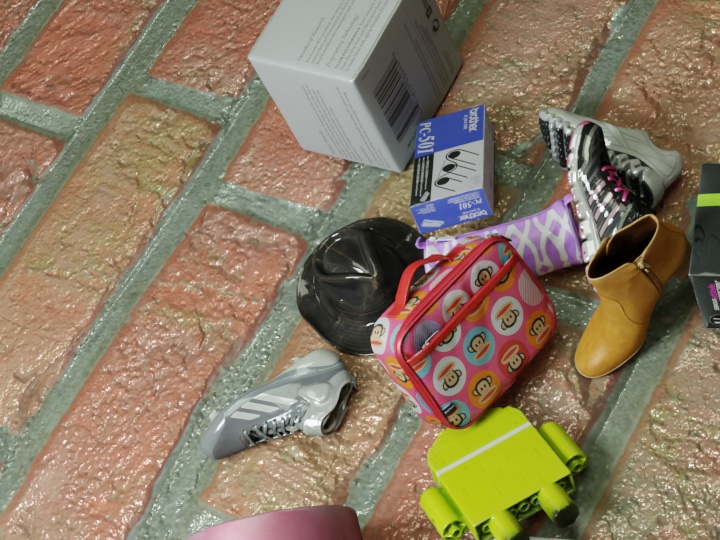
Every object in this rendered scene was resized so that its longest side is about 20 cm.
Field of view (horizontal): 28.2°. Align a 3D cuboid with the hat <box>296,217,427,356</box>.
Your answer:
[{"bbox_3d":[0.000,0.000,1.758,0.199,0.081,0.202,-11,56,16],"label":"hat"}]

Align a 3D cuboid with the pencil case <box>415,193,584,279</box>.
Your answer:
[{"bbox_3d":[0.167,-0.024,1.695,0.199,0.086,0.084,-16,12,9],"label":"pencil case"}]

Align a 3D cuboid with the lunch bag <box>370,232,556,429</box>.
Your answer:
[{"bbox_3d":[0.110,0.057,1.598,0.200,0.176,0.082,-45,24,-20],"label":"lunch bag"}]

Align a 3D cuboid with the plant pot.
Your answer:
[{"bbox_3d":[-0.084,0.361,1.514,0.199,0.200,0.180,-16,70,13],"label":"plant pot"}]

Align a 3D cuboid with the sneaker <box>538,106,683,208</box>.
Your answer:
[{"bbox_3d":[0.301,-0.147,1.734,0.081,0.075,0.200,-39,54,-21],"label":"sneaker"}]

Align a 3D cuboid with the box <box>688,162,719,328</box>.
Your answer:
[{"bbox_3d":[0.467,-0.026,1.544,0.199,0.124,0.149,0,60,22],"label":"box"}]

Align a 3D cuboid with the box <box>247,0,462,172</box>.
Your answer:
[{"bbox_3d":[-0.002,-0.273,1.856,0.171,0.199,0.201,15,65,31],"label":"box"}]

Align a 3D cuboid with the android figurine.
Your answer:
[{"bbox_3d":[0.150,0.222,1.557,0.181,0.041,0.200,-28,37,-10],"label":"android figurine"}]

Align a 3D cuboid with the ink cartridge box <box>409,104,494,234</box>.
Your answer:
[{"bbox_3d":[0.115,-0.127,1.768,0.093,0.044,0.200,-14,33,16],"label":"ink cartridge box"}]

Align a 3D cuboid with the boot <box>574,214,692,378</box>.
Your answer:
[{"bbox_3d":[0.275,0.026,1.555,0.201,0.144,0.071,-51,54,14],"label":"boot"}]

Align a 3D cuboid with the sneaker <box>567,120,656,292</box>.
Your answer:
[{"bbox_3d":[0.295,-0.077,1.642,0.087,0.074,0.201,-12,85,29],"label":"sneaker"}]

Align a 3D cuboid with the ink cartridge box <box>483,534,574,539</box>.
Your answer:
[{"bbox_3d":[0.189,0.374,1.462,0.161,0.050,0.201,0,57,24],"label":"ink cartridge box"}]

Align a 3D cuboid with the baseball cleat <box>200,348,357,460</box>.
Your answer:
[{"bbox_3d":[-0.095,0.175,1.698,0.200,0.070,0.107,-39,52,-2],"label":"baseball cleat"}]
